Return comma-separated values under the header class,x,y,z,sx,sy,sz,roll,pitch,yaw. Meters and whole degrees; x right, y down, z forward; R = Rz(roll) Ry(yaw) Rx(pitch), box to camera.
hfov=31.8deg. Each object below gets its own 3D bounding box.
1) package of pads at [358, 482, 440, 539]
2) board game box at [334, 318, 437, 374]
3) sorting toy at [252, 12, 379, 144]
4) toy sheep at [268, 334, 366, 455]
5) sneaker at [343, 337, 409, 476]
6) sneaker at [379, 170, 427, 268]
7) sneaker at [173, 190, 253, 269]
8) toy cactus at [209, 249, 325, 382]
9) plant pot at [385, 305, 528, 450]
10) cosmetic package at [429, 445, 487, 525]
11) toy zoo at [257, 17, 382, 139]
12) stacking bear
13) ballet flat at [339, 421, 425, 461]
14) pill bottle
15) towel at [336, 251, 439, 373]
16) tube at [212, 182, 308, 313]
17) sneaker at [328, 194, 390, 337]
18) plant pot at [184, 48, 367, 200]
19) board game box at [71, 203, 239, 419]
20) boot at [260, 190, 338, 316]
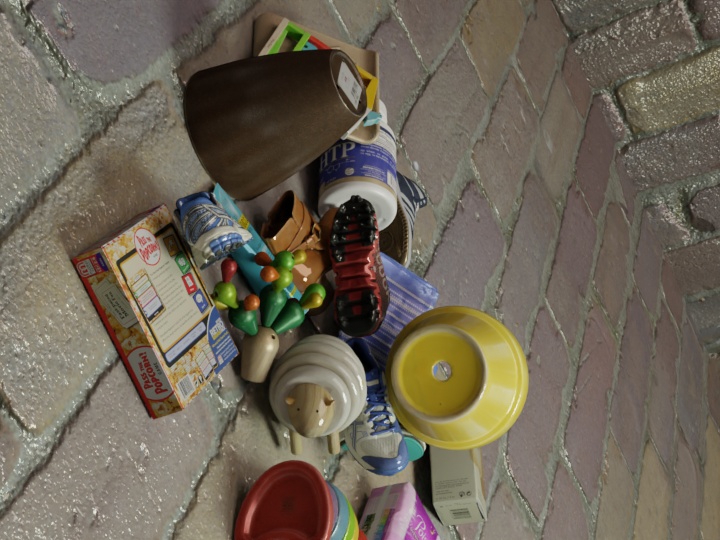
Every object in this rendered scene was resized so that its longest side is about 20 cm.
class,x,y,z,sx,sy,sz,roll,pitch,yaw
package of pads,0.041,0.393,1.691,0.121,0.075,0.200,63,26,-22
board game box,0.042,0.112,1.915,0.201,0.045,0.135,61,27,-20
sorting toy,-0.067,-0.282,1.881,0.199,0.036,0.186,14,54,-21
toy sheep,-0.053,0.150,1.614,0.138,0.137,0.200,62,13,-19
sneaker,0.008,0.179,1.683,0.088,0.075,0.201,97,-27,-47
sneaker,0.067,-0.079,2.065,0.108,0.070,0.201,26,48,-54
sneaker,-0.178,-0.055,1.494,0.086,0.077,0.200,60,-7,-2
toy cactus,-0.123,0.052,1.561,0.200,0.102,0.166,-1,107,-65
plant pot,0.123,0.143,1.718,0.189,0.199,0.202,31,44,-76
cosmetic package,0.148,0.280,1.955,0.105,0.071,0.201,64,20,-58
toy zoo,-0.055,-0.272,1.843,0.199,0.020,0.132,32,49,-7
stacking bear,-0.050,0.320,1.531,0.200,0.121,0.114,55,36,-50
ballet flat,0.029,0.226,1.798,0.200,0.069,0.070,22,53,-53
pill bottle,-0.004,-0.167,1.925,0.120,0.119,0.201,43,37,-44
towel,0.035,0.087,1.831,0.144,0.024,0.201,34,67,-33
tube,-0.140,-0.018,1.647,0.201,0.050,0.078,57,14,-18
sneaker,0.000,0.000,1.745,0.098,0.070,0.202,49,36,-70
plant pot,-0.098,-0.213,1.678,0.187,0.199,0.188,43,37,-45
board game box,-0.226,0.043,1.426,0.201,0.046,0.152,66,26,-11
boot,-0.070,-0.056,1.758,0.155,0.073,0.201,60,31,-37
